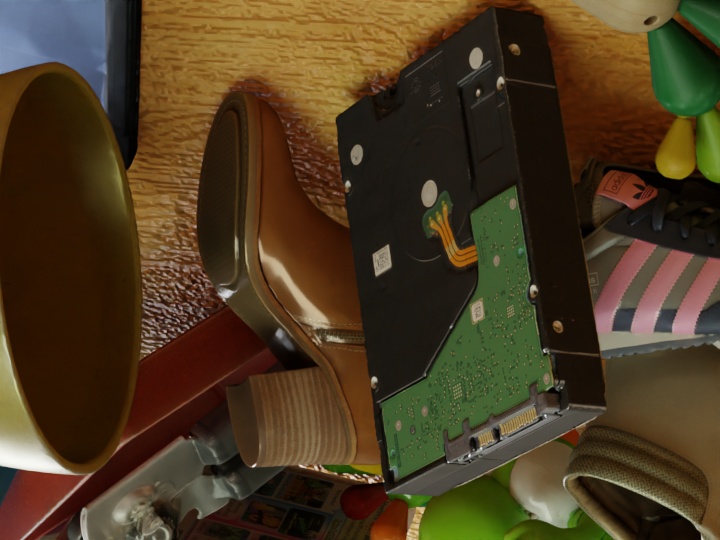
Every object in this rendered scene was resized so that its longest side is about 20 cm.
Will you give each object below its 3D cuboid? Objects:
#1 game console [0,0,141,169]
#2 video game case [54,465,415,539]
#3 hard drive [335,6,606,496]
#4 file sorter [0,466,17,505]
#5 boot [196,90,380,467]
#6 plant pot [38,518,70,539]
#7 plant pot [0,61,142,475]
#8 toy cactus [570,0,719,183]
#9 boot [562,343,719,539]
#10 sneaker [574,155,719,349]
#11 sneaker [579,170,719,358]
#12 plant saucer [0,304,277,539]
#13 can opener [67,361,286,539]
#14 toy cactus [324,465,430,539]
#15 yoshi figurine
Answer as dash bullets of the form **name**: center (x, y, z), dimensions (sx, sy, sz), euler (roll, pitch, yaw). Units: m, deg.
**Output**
- **game console**: center (-0.206, -0.091, 1.386), dimensions (0.172, 0.119, 0.200), euler (15, 147, 4)
- **video game case**: center (-0.072, 0.157, 1.632), dimensions (0.181, 0.200, 0.024), euler (13, 109, 8)
- **hard drive**: center (0.050, -0.007, 1.324), dimensions (0.038, 0.201, 0.140), euler (7, 155, -34)
- **file sorter**: center (-0.263, 0.061, 1.561), dimensions (0.139, 0.200, 0.123), euler (-18, 129, 41)
- **boot**: center (0.000, 0.000, 1.448), dimensions (0.154, 0.201, 0.074), euler (-8, -175, -23)
- **plant pot**: center (-0.252, 0.169, 1.733), dimensions (0.200, 0.200, 0.179), euler (27, 130, -14)
- **plant pot**: center (-0.206, 0.005, 1.363), dimensions (0.141, 0.200, 0.200), euler (-5, 141, 15)
- **toy cactus**: center (0.152, -0.106, 1.238), dimensions (0.165, 0.102, 0.200), euler (24, 157, 9)
- **boot**: center (0.199, 0.094, 1.430), dimensions (0.200, 0.155, 0.072), euler (30, 145, -18)
- **sneaker**: center (0.190, -0.003, 1.368), dimensions (0.199, 0.075, 0.082), euler (14, 148, 7)
- **sneaker**: center (0.148, -0.010, 1.307), dimensions (0.199, 0.070, 0.082), euler (-11, 106, 29)
- **plant saucer**: center (-0.107, 0.071, 1.538), dimensions (0.037, 0.199, 0.200), euler (53, 143, 5)
- **can opener**: center (-0.079, 0.094, 1.558), dimensions (0.067, 0.200, 0.053), euler (30, 153, 55)
- **toy cactus**: center (0.077, 0.133, 1.602), dimensions (0.199, 0.103, 0.165), euler (-4, 151, 16)
- **yoshi figurine**: center (0.111, 0.159, 1.463), dimensions (0.200, 0.112, 0.113), euler (34, 120, 20)
